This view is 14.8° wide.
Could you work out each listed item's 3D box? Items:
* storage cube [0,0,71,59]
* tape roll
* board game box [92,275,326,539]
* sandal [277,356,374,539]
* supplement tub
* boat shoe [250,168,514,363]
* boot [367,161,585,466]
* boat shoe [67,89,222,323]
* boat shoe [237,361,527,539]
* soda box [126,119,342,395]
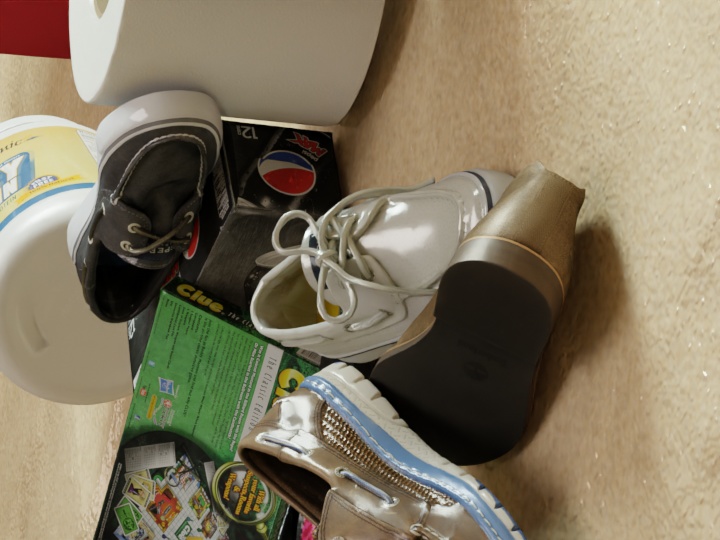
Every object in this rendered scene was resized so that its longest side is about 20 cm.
[{"bbox_3d":[-0.261,-0.259,1.996,0.200,0.180,0.171,154,119,-68],"label":"storage cube"},{"bbox_3d":[-0.072,-0.183,1.500,0.203,0.139,0.203,-175,90,-75],"label":"tape roll"},{"bbox_3d":[-0.086,0.108,1.562,0.023,0.105,0.200,-42,-24,-54],"label":"board game box"},{"bbox_3d":[-0.020,0.120,1.444,0.075,0.045,0.200,145,127,-63],"label":"sandal"},{"bbox_3d":[-0.195,-0.013,1.808,0.200,0.145,0.145,-130,47,-62],"label":"supplement tub"},{"bbox_3d":[0.000,-0.004,1.344,0.202,0.086,0.075,-25,61,60],"label":"boat shoe"},{"bbox_3d":[0.058,0.024,1.254,0.076,0.074,0.200,-62,0,-33],"label":"boot"},{"bbox_3d":[-0.118,-0.029,1.512,0.200,0.070,0.066,130,133,-57],"label":"boat shoe"},{"bbox_3d":[0.016,0.121,1.238,0.200,0.072,0.072,40,155,46],"label":"boat shoe"},{"bbox_3d":[-0.073,0.002,1.578,0.200,0.071,0.063,119,150,-49],"label":"soda box"}]
